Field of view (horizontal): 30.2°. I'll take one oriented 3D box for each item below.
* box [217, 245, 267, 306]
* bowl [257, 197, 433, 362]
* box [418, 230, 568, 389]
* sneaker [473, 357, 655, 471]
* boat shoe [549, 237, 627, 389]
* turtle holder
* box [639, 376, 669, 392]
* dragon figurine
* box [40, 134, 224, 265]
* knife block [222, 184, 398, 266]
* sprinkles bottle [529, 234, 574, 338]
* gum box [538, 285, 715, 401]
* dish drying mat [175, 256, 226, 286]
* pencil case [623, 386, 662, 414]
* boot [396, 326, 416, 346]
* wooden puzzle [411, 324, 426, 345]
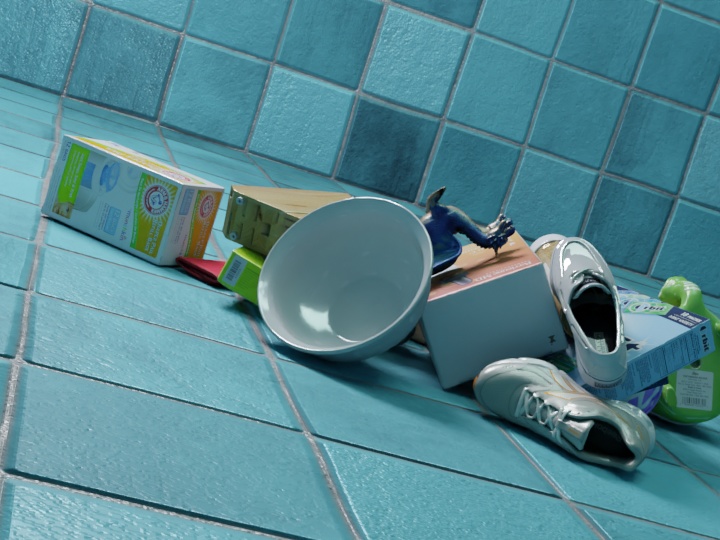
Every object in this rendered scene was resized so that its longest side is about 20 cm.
[{"bbox_3d":[-0.092,0.014,1.626,0.122,0.048,0.200,31,10,4],"label":"box"},{"bbox_3d":[-0.005,0.026,1.457,0.201,0.201,0.090,24,-22,35],"label":"bowl"},{"bbox_3d":[0.141,0.041,1.565,0.152,0.107,0.200,-18,13,0],"label":"box"},{"bbox_3d":[0.211,0.150,1.388,0.199,0.076,0.092,19,12,11],"label":"sneaker"},{"bbox_3d":[0.252,0.031,1.442,0.073,0.065,0.201,-11,50,-2],"label":"boat shoe"},{"bbox_3d":[0.410,0.110,1.744,0.140,0.186,0.132,-23,-6,-14],"label":"turtle holder"},{"bbox_3d":[0.277,0.101,1.636,0.136,0.038,0.200,-17,22,-3],"label":"box"},{"bbox_3d":[0.081,-0.027,1.524,0.100,0.200,0.059,58,-6,3],"label":"dragon figurine"},{"bbox_3d":[-0.292,-0.090,1.719,0.199,0.113,0.101,23,10,23],"label":"box"},{"bbox_3d":[-0.042,-0.058,1.609,0.199,0.064,0.175,22,25,18],"label":"knife block"},{"bbox_3d":[0.250,0.018,1.597,0.068,0.068,0.200,17,17,-11],"label":"sprinkles bottle"},{"bbox_3d":[0.277,0.092,1.544,0.199,0.045,0.170,-23,22,-21],"label":"gum box"},{"bbox_3d":[-0.148,0.007,1.727,0.077,0.018,0.200,25,11,32],"label":"dish drying mat"},{"bbox_3d":[0.309,0.124,1.720,0.084,0.086,0.200,44,-2,-27],"label":"pencil case"},{"bbox_3d":[0.000,0.000,1.645,0.096,0.073,0.200,36,19,-48],"label":"boot"},{"bbox_3d":[0.138,0.077,1.791,0.185,0.046,0.200,21,9,18],"label":"wooden puzzle"}]
